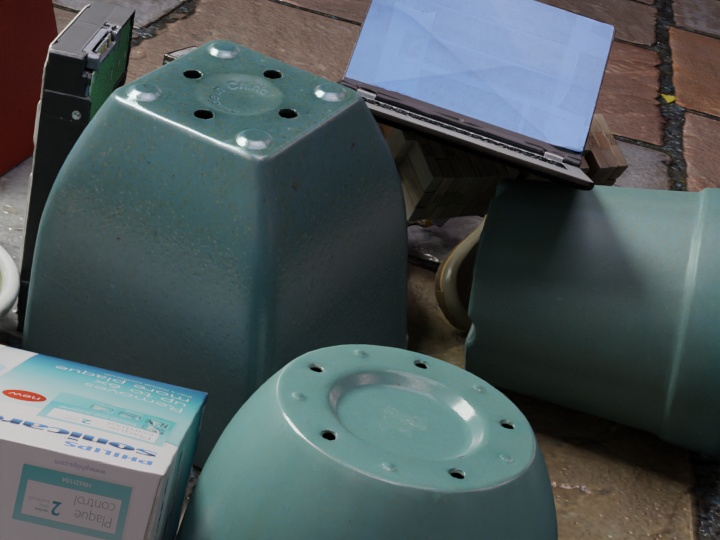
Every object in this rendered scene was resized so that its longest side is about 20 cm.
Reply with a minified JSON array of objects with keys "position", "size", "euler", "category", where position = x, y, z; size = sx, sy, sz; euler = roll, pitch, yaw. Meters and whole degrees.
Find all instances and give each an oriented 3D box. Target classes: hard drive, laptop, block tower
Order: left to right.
[{"position":[-0.198,-0.073,0.951],"size":[0.037,0.202,0.140],"euler":[12,24,-4],"category":"hard drive"},{"position":[0.084,-0.146,0.960],"size":[0.185,0.117,0.200],"euler":[18,10,2],"category":"laptop"},{"position":[0.109,-0.080,1.053],"size":[0.198,0.054,0.058],"euler":[-5,58,-31],"category":"block tower"}]

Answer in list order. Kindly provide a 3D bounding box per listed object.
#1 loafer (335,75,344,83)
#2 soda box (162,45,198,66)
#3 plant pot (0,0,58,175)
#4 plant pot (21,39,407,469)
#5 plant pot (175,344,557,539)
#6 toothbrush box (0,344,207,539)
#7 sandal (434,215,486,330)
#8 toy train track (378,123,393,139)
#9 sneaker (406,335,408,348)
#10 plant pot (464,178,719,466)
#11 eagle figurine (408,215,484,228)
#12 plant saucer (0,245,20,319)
[{"position":[0.026,-0.144,1.269],"size":[0.073,0.071,0.200],"euler":[49,-3,14],"category":"loafer"},{"position":[-0.100,-0.156,1.347],"size":[0.198,0.072,0.063],"euler":[21,26,17],"category":"soda box"},{"position":[-0.369,-0.203,1.174],"size":[0.198,0.178,0.200],"euler":[16,24,5],"category":"plant pot"},{"position":[-0.085,-0.025,0.869],"size":[0.195,0.202,0.196],"euler":[23,37,22],"category":"plant pot"},{"position":[0.004,0.135,0.654],"size":[0.198,0.163,0.201],"euler":[11,24,-5],"category":"plant pot"},{"position":[-0.161,0.100,0.666],"size":[0.144,0.086,0.200],"euler":[13,5,-1],"category":"toothbrush box"},{"position":[0.131,-0.033,1.109],"size":[0.054,0.080,0.201],"euler":[-15,32,54],"category":"sandal"},{"position":[-0.005,-0.088,1.051],"size":[0.032,0.116,0.201],"euler":[-11,24,18],"category":"toy train track"},{"position":[0.000,0.000,1.045],"size":[0.073,0.083,0.200],"euler":[7,25,-13],"category":"sneaker"},{"position":[0.182,0.023,0.983],"size":[0.193,0.203,0.200],"euler":[10,22,13],"category":"plant pot"},{"position":[0.102,-0.073,1.213],"size":[0.197,0.154,0.151],"euler":[-3,8,-22],"category":"eagle figurine"},{"position":[-0.321,0.016,0.877],"size":[0.197,0.051,0.201],"euler":[12,24,-5],"category":"plant saucer"}]
